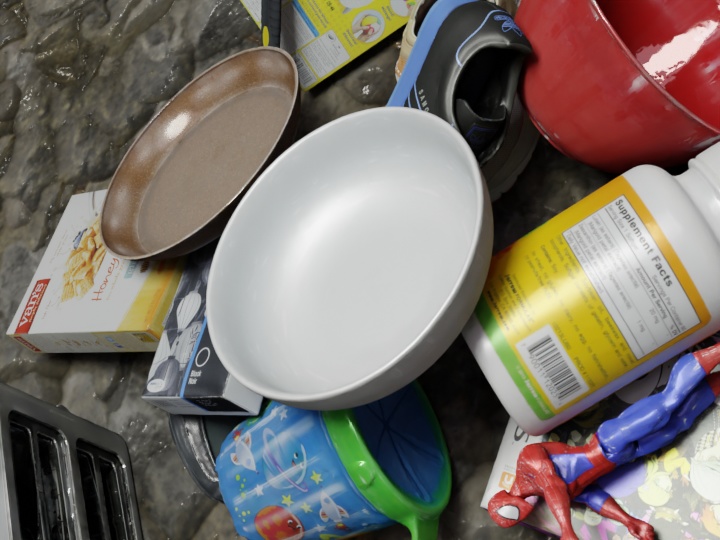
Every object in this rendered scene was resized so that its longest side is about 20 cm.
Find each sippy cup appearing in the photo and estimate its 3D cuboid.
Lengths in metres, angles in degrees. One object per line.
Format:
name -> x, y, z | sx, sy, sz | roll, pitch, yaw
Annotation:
sippy cup -> -0.025, 0.130, 0.731 | 0.129, 0.140, 0.179 | -30, 33, 22

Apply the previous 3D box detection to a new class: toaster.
toaster -> -0.256, 0.190, 0.774 | 0.117, 0.181, 0.203 | -24, 61, 12

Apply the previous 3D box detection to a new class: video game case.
video game case -> 0.197, 0.102, 0.687 | 0.197, 0.036, 0.184 | 15, 77, 29

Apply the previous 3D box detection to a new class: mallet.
mallet -> -0.065, -0.158, 0.848 | 0.065, 0.041, 0.203 | 25, 122, 27

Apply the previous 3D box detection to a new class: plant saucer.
plant saucer -> -0.117, -0.084, 0.800 | 0.198, 0.032, 0.203 | -27, 41, 26

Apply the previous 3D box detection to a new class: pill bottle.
pill bottle -> 0.163, 0.006, 0.654 | 0.198, 0.111, 0.112 | -32, 60, 10

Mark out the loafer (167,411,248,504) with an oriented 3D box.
loafer -> -0.111, 0.078, 0.815 | 0.070, 0.068, 0.203 | -35, 54, 30

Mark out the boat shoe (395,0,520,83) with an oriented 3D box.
boat shoe -> 0.086, -0.196, 0.799 | 0.073, 0.069, 0.201 | 14, 49, 19

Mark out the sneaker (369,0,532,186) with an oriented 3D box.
sneaker -> 0.052, -0.082, 0.714 | 0.078, 0.069, 0.203 | 49, 128, 48

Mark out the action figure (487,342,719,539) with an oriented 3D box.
action figure -> 0.170, 0.121, 0.630 | 0.198, 0.065, 0.100 | -30, 50, 12

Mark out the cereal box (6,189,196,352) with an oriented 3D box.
cereal box -> -0.197, -0.004, 0.865 | 0.197, 0.039, 0.146 | -5, 56, 40

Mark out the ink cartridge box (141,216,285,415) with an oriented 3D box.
ink cartridge box -> -0.088, 0.004, 0.763 | 0.098, 0.039, 0.203 | -9, 58, 44

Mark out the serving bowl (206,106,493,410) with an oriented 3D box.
serving bowl -> 0.000, 0.000, 0.659 | 0.197, 0.066, 0.203 | -19, 51, 25

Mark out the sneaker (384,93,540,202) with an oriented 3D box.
sneaker -> 0.043, -0.086, 0.802 | 0.197, 0.088, 0.082 | -27, 61, 12

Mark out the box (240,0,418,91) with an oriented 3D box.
box -> 0.002, -0.253, 0.869 | 0.198, 0.118, 0.049 | -31, 37, 10

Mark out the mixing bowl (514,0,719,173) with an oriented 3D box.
mixing bowl -> 0.176, -0.143, 0.726 | 0.108, 0.197, 0.203 | -40, 54, 40
